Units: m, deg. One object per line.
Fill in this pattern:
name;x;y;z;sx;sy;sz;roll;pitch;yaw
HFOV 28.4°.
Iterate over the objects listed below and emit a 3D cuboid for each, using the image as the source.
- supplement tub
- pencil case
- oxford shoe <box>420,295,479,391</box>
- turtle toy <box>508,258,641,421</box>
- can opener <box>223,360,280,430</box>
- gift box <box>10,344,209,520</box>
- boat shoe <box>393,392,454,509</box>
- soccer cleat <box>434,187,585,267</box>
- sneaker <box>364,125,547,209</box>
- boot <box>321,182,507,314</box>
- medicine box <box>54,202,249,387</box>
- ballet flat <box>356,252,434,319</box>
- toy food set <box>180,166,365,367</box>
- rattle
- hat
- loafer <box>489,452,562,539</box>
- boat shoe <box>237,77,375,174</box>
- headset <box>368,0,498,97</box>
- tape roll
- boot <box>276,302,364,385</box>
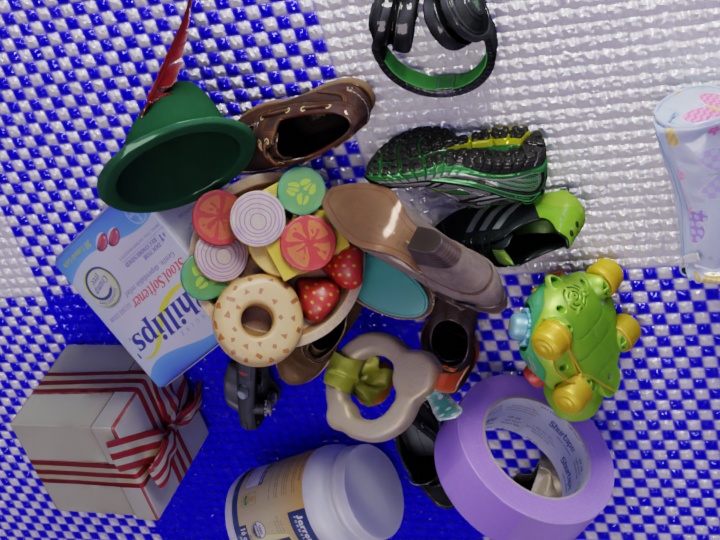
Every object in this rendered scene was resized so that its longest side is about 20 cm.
supplement tub;-0.059;0.304;1.824;0.200;0.145;0.145;-22;116;34
pencil case;0.343;-0.083;1.398;0.090;0.083;0.200;-15;122;5
oxford shoe;0.098;0.089;1.630;0.071;0.073;0.200;11;140;10
turtle toy;0.228;0.085;1.553;0.101;0.146;0.200;9;132;43
can opener;-0.136;0.116;1.758;0.078;0.063;0.200;15;131;10
gift box;-0.314;0.197;1.815;0.186;0.185;0.200;0;133;24
boat shoe;0.082;0.234;1.764;0.074;0.066;0.200;1;127;21
soccer cleat;0.144;-0.033;1.516;0.200;0.081;0.068;-17;119;34
sneaker;0.098;-0.097;1.489;0.199;0.078;0.085;3;132;22
boot;0.062;-0.015;1.505;0.200;0.070;0.146;30;172;41
medicine box;-0.220;0.002;1.651;0.200;0.103;0.182;50;128;-3
ballet flat;0.000;0.000;1.608;0.200;0.065;0.071;23;104;17
toy food set;-0.094;-0.011;1.543;0.200;0.049;0.198;-30;93;-5
rattle;0.068;0.140;1.628;0.200;0.131;0.143;-11;147;31
hat;-0.209;-0.184;1.515;0.200;0.176;0.166;-26;158;8
loafer;0.207;0.289;1.759;0.068;0.076;0.200;32;122;-3
boat shoe;-0.076;-0.147;1.523;0.200;0.070;0.070;-23;118;35
headset;0.066;-0.259;1.392;0.123;0.094;0.200;-2;141;18
tape roll;0.186;0.218;1.620;0.200;0.200;0.066;30;131;-3
boot;-0.057;0.083;1.695;0.073;0.076;0.200;30;133;-5
